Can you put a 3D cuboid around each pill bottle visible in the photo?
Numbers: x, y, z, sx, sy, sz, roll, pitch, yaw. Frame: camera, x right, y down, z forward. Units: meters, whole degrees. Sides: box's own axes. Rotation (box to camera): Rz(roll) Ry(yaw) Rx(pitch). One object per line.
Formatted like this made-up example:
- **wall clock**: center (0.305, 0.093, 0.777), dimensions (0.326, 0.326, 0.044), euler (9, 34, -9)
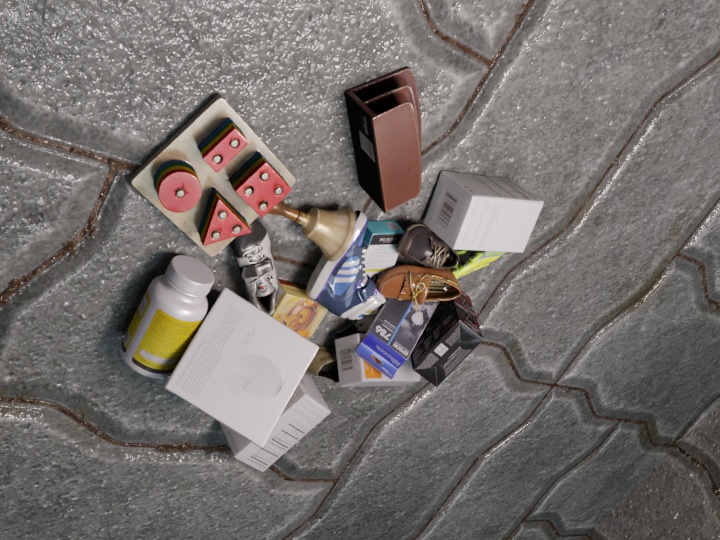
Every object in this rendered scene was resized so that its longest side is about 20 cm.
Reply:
- **pill bottle**: center (-0.332, 0.078, 1.347), dimensions (0.110, 0.112, 0.202), euler (13, 118, -40)

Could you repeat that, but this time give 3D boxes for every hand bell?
- **hand bell**: center (-0.116, -0.099, 1.376), dimensions (0.198, 0.105, 0.105), euler (23, 113, -31)

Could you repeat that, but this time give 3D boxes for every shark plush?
- **shark plush**: center (0.036, 0.119, 1.664), dimensions (0.198, 0.092, 0.083), euler (-31, 169, -15)

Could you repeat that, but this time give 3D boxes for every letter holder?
- **letter holder**: center (0.068, -0.231, 1.361), dimensions (0.140, 0.101, 0.202), euler (-25, 136, -15)

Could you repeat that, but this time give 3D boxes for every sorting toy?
- **sorting toy**: center (-0.228, -0.136, 1.244), dimensions (0.198, 0.070, 0.200), euler (-41, 128, 4)

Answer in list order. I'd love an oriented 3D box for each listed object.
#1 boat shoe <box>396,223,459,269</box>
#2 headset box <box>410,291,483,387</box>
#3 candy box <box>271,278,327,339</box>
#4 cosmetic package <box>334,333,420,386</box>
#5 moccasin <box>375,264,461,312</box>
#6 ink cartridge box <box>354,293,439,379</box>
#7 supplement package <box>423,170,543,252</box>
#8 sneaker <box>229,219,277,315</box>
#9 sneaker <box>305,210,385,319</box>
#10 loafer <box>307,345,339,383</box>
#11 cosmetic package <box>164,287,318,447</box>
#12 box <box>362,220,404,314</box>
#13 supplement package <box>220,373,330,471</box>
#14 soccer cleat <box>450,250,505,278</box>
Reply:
- **boat shoe**: center (0.143, -0.044, 1.551), dimensions (0.199, 0.073, 0.076), euler (5, 110, -58)
- **headset box**: center (0.173, 0.126, 1.652), dimensions (0.075, 0.201, 0.149), euler (36, 109, -18)
- **candy box**: center (-0.158, 0.120, 1.537), dimensions (0.114, 0.056, 0.202), euler (16, 117, -39)
- **cosmetic package**: center (0.039, 0.194, 1.666), dimensions (0.070, 0.104, 0.198), euler (-18, 164, 38)
- **moccasin**: center (0.118, 0.037, 1.566), dimensions (0.198, 0.078, 0.075), euler (7, 121, -35)
- **ink cartridge box**: center (0.079, 0.115, 1.598), dimensions (0.202, 0.099, 0.039), euler (-58, -174, -25)
- **supplement package**: center (0.248, -0.117, 1.558), dimensions (0.197, 0.117, 0.119), euler (2, 118, -34)
- **sneaker**: center (-0.182, -0.003, 1.398), dimensions (0.073, 0.089, 0.202), euler (-22, 133, -14)
- **sneaker**: center (0.000, 0.000, 1.479), dimensions (0.145, 0.081, 0.202), euler (28, 106, -18)
- **loafer**: center (-0.043, 0.209, 1.682), dimensions (0.197, 0.068, 0.077), euler (4, 124, -36)
- **cosmetic package**: center (-0.211, 0.173, 1.381), dimensions (0.198, 0.123, 0.201), euler (32, 77, -5)
- **box**: center (0.018, -0.003, 1.556), dimensions (0.081, 0.049, 0.203), euler (-3, 127, -33)
- **supplement package**: center (-0.183, 0.308, 1.639), dimensions (0.199, 0.114, 0.110), euler (-42, 139, 4)
- **soccer cleat**: center (0.246, -0.021, 1.683), dimensions (0.198, 0.065, 0.084), euler (-32, 139, -7)
